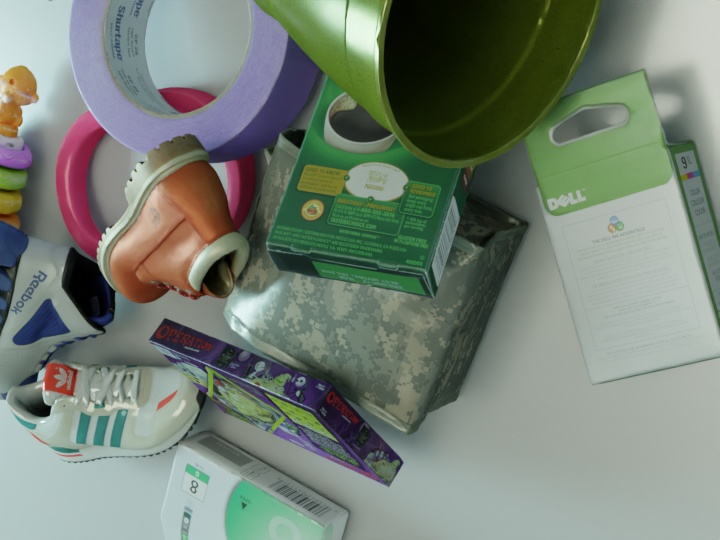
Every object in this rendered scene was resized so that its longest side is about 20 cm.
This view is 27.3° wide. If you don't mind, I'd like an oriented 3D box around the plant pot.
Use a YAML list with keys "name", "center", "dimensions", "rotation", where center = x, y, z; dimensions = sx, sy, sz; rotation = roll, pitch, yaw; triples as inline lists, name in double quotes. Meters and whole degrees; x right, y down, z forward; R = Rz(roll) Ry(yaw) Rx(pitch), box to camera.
- name: "plant pot"
  center: [0.025, -0.198, 0.977]
  dimensions: [0.192, 0.199, 0.202]
  rotation: [34, 116, 39]

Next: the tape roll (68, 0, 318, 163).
- name: "tape roll"
  center: [-0.131, -0.188, 1.177]
  dimensions: [0.198, 0.066, 0.202]
  rotation: [1, 91, 23]

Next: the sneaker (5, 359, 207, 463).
- name: "sneaker"
  center: [-0.226, 0.114, 1.290]
  dimensions: [0.198, 0.093, 0.071]
  rotation: [-15, 50, 35]

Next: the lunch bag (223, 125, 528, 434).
- name: "lunch bag"
  center: [0.000, 0.000, 1.127]
  dimensions: [0.199, 0.117, 0.165]
  rotation: [28, 114, 19]

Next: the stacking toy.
- name: "stacking toy"
  center: [-0.338, -0.092, 1.333]
  dimensions: [0.115, 0.110, 0.201]
  rotation: [29, 102, 16]

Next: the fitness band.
- name: "fitness band"
  center: [-0.177, -0.079, 1.269]
  dimensions: [0.198, 0.037, 0.145]
  rotation: [-9, 92, 31]

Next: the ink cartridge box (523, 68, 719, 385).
- name: "ink cartridge box"
  center: [0.190, -0.030, 1.039]
  dimensions: [0.103, 0.059, 0.202]
  rotation: [-16, 91, 32]

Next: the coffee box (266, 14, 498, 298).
- name: "coffee box"
  center: [0.023, -0.085, 1.040]
  dimensions: [0.122, 0.044, 0.202]
  rotation: [9, 65, 19]

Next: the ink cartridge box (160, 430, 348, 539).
- name: "ink cartridge box"
  center: [-0.107, 0.263, 1.285]
  dimensions: [0.160, 0.050, 0.202]
  rotation: [25, 109, 25]

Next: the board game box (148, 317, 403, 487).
- name: "board game box"
  center: [-0.068, 0.102, 1.169]
  dimensions: [0.199, 0.032, 0.120]
  rotation: [18, 153, 42]

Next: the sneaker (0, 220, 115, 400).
- name: "sneaker"
  center: [-0.273, 0.046, 1.307]
  dimensions: [0.114, 0.081, 0.200]
  rotation: [10, 136, -3]

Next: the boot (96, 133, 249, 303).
- name: "boot"
  center: [-0.145, -0.008, 1.160]
  dimensions: [0.108, 0.075, 0.200]
  rotation: [55, 149, 13]
